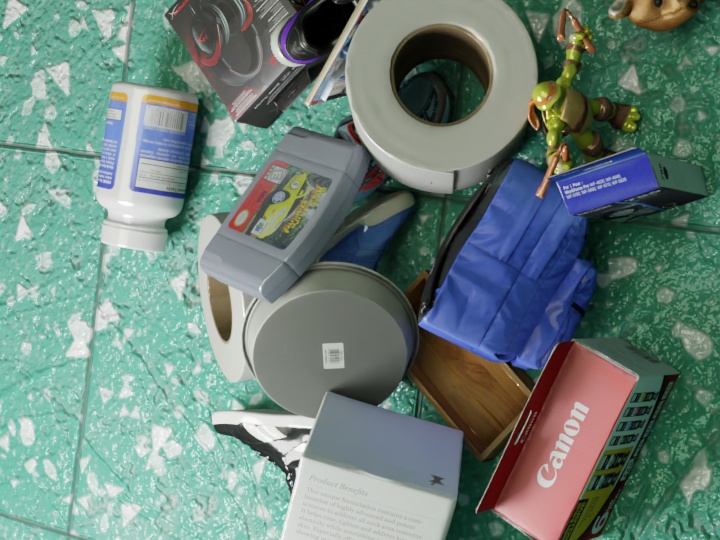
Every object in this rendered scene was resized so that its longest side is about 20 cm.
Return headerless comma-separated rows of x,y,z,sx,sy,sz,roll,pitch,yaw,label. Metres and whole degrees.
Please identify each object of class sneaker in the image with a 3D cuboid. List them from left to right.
-0.094,0.223,1.701,0.198,0.073,0.113,0,87,29,sneaker
-0.007,-0.302,1.616,0.200,0.099,0.070,-45,105,-13,sneaker
-0.001,0.000,1.633,0.112,0.199,0.077,59,157,-12,sneaker
0.020,-0.149,1.634,0.200,0.095,0.080,-44,68,22,sneaker

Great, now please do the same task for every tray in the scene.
0.110,0.106,1.607,0.099,0.037,0.200,-49,67,20,tray

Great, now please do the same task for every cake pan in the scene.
-0.033,0.084,1.578,0.200,0.200,0.037,-44,24,22,cake pan

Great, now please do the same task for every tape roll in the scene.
-0.149,0.030,1.694,0.203,0.037,0.205,170,90,-71,tape roll
0.086,-0.193,1.531,0.200,0.139,0.205,0,85,3,tape roll

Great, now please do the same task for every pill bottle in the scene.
-0.270,-0.129,1.798,0.111,0.112,0.202,12,95,30,pill bottle

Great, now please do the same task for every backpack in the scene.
0.164,-0.005,1.506,0.167,0.163,0.202,26,86,-3,backpack

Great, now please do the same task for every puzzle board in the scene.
0.004,-0.253,1.595,0.017,0.200,0.152,31,105,6,puzzle board

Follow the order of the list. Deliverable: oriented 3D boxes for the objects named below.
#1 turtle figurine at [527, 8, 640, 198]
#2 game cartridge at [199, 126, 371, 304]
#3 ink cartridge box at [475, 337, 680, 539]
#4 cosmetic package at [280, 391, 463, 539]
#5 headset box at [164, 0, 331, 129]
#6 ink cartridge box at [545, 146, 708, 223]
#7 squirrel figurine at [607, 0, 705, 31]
0.217,-0.150,1.470,0.064,0.161,0.202,-6,70,40,turtle figurine
-0.078,-0.063,1.566,0.132,0.041,0.201,22,72,41,game cartridge
0.221,0.175,1.457,0.083,0.175,0.202,30,103,28,ink cartridge box
0.006,0.270,1.539,0.166,0.167,0.202,16,110,2,cosmetic package
-0.124,-0.282,1.737,0.149,0.075,0.201,-42,69,22,headset box
0.267,-0.082,1.425,0.099,0.199,0.040,-18,79,30,ink cartridge box
0.294,-0.345,1.478,0.199,0.141,0.189,19,108,44,squirrel figurine
